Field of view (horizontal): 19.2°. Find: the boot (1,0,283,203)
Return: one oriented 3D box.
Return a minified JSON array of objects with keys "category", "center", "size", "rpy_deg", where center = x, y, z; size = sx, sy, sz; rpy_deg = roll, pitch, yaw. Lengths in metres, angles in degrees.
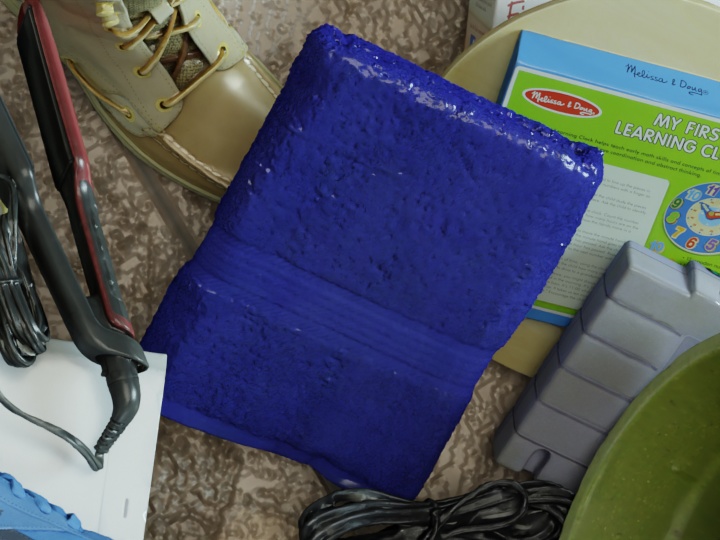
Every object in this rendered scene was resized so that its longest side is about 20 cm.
[{"category":"boot","center":[-0.087,-0.107,0.919],"size":[0.200,0.155,0.073],"rpy_deg":[46,78,-5]}]

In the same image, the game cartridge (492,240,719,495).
[{"category":"game cartridge","center":[0.179,0.077,0.986],"size":[0.200,0.038,0.130],"rpy_deg":[26,114,-10]}]

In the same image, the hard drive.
[{"category":"hard drive","center":[-0.185,0.085,0.850],"size":[0.200,0.026,0.132],"rpy_deg":[9,79,-12]}]

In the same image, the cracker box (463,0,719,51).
[{"category":"cracker box","center":[0.123,-0.143,0.986],"size":[0.134,0.058,0.200],"rpy_deg":[3,104,-11]}]

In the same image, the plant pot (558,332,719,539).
[{"category":"plant pot","center":[0.214,0.150,0.917],"size":[0.190,0.200,0.200],"rpy_deg":[26,80,-25]}]

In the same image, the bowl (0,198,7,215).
[{"category":"bowl","center":[-0.253,-0.008,0.908],"size":[0.201,0.094,0.201],"rpy_deg":[1,85,-12]}]

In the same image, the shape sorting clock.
[{"category":"shape sorting clock","center":[0.117,-0.034,0.966],"size":[0.200,0.039,0.200],"rpy_deg":[1,122,2]}]

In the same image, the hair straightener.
[{"category":"hair straightener","center":[-0.141,-0.013,0.855],"size":[0.077,0.041,0.200],"rpy_deg":[-12,79,-23]}]

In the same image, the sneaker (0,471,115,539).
[{"category":"sneaker","center":[-0.149,0.094,0.810],"size":[0.200,0.066,0.078],"rpy_deg":[13,74,-11]}]

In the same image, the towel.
[{"category":"towel","center":[0.000,0.000,0.941],"size":[0.148,0.050,0.200],"rpy_deg":[24,115,-13]}]

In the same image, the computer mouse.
[{"category":"computer mouse","center":[0.038,0.196,0.972],"size":[0.138,0.053,0.200],"rpy_deg":[-2,87,-18]}]
